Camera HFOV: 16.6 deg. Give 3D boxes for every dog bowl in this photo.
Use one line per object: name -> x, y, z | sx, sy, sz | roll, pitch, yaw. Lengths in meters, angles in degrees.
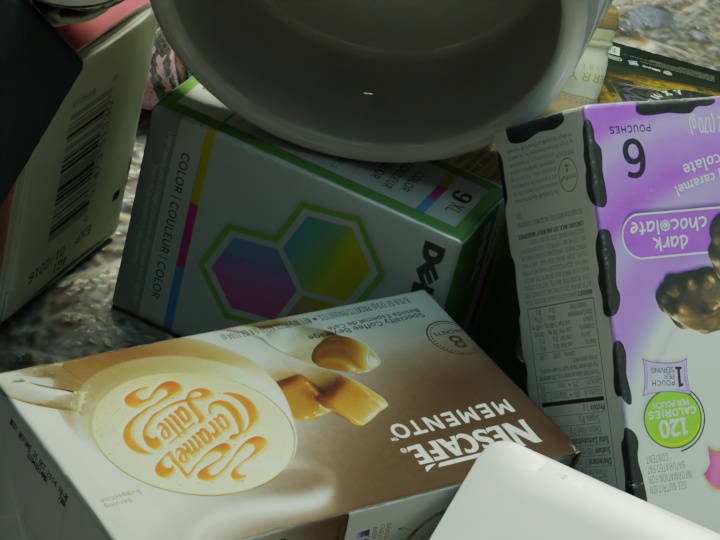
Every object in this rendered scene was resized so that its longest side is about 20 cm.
dog bowl -> 0.006, -0.124, 0.972 | 0.199, 0.201, 0.059 | 15, 48, -1

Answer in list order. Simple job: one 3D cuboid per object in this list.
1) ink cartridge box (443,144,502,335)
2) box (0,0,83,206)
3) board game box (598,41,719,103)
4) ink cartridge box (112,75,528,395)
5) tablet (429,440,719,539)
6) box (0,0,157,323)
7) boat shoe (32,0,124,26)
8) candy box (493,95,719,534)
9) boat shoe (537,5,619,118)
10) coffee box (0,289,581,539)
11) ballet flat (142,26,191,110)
ink cartridge box -> 0.028, -0.059, 1.176 | 0.164, 0.075, 0.200 | 26, 35, 18
box -> -0.247, -0.055, 0.923 | 0.196, 0.201, 0.124 | 28, -7, 20
board game box -> 0.185, -0.047, 1.123 | 0.199, 0.028, 0.135 | 16, 29, -1
ink cartridge box -> 0.000, 0.000, 1.051 | 0.199, 0.104, 0.059 | 24, 34, 13
tablet -> 0.093, 0.146, 0.837 | 0.199, 0.014, 0.131 | 22, 76, 35
box -> -0.204, -0.086, 1.072 | 0.199, 0.128, 0.109 | 24, 34, 15
boat shoe -> -0.117, -0.133, 0.971 | 0.070, 0.064, 0.200 | -27, 31, -9
candy box -> 0.152, 0.033, 0.986 | 0.167, 0.201, 0.071 | -6, -4, -29
boat shoe -> 0.025, -0.102, 1.106 | 0.199, 0.065, 0.072 | 15, 9, 37
coffee box -> -0.033, 0.084, 0.935 | 0.199, 0.080, 0.114 | -10, 41, -34
ballet flat -> -0.077, -0.136, 1.265 | 0.071, 0.069, 0.200 | 6, 29, 23
